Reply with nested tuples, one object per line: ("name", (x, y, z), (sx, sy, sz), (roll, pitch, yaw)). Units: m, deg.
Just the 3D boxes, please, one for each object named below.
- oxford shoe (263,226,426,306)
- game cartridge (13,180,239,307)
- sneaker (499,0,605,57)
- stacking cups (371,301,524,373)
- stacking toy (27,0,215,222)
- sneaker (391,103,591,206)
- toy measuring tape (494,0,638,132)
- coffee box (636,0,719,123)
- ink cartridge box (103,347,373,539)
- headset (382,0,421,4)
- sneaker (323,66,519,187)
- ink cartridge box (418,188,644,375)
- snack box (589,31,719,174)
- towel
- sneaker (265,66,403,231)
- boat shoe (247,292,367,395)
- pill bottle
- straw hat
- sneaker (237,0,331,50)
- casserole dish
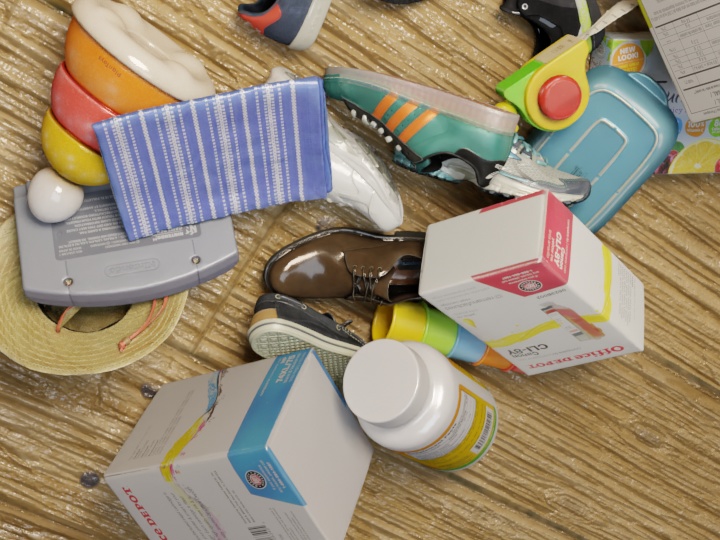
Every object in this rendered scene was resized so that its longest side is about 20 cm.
("oxford shoe", (0.000, 0.000, 1.036), (0.198, 0.085, 0.073), (-6, 115, -8))
("game cartridge", (-0.220, -0.035, 0.953), (0.198, 0.134, 0.041), (-10, 153, -9))
("sneaker", (0.168, -0.278, 0.963), (0.082, 0.072, 0.201), (-29, 115, 2))
("stacking cups", (0.114, 0.077, 1.103), (0.199, 0.061, 0.061), (16, 108, -18))
("stacking toy", (-0.238, -0.128, 0.900), (0.146, 0.146, 0.200), (34, 104, -22))
("sneaker", (0.134, -0.118, 0.992), (0.199, 0.078, 0.087), (17, 97, 8))
("toy measuring tape", (0.212, -0.190, 0.961), (0.199, 0.074, 0.074), (-34, 115, 0))
("coffee box", (0.382, -0.273, 0.881), (0.199, 0.200, 0.199), (-34, 102, -28))
("ink cartridge box", (-0.119, 0.195, 1.016), (0.199, 0.146, 0.147), (-15, 119, 27))
("headset", (0.089, -0.308, 0.897), (0.200, 0.094, 0.123), (-40, 152, 22))
("sneaker", (0.046, -0.137, 0.950), (0.199, 0.071, 0.080), (21, 104, 22))
("ink cartridge box", (0.176, 0.019, 1.010), (0.145, 0.084, 0.200), (-18, 141, 38))
("snack box", (0.337, -0.175, 1.052), (0.198, 0.053, 0.143), (-3, 111, -11))
("towel", (-0.123, -0.096, 0.893), (0.199, 0.024, 0.145), (-14, 142, -10))
("sneaker", (-0.042, -0.102, 0.998), (0.099, 0.078, 0.200), (-41, 107, 15))
("boat shoe", (-0.037, 0.079, 1.070), (0.199, 0.063, 0.074), (29, 128, -37))
("pill bottle", (0.061, 0.137, 1.043), (0.111, 0.111, 0.200), (-42, 148, 7))
("straw hat", (-0.266, 0.029, 0.985), (0.199, 0.202, 0.085), (-8, 157, -9))
("sneaker", (-0.052, -0.302, 0.903), (0.084, 0.075, 0.201), (15, 108, -22))
("casserole dish", (0.228, -0.111, 1.019), (0.121, 0.039, 0.200), (40, 120, 3))
